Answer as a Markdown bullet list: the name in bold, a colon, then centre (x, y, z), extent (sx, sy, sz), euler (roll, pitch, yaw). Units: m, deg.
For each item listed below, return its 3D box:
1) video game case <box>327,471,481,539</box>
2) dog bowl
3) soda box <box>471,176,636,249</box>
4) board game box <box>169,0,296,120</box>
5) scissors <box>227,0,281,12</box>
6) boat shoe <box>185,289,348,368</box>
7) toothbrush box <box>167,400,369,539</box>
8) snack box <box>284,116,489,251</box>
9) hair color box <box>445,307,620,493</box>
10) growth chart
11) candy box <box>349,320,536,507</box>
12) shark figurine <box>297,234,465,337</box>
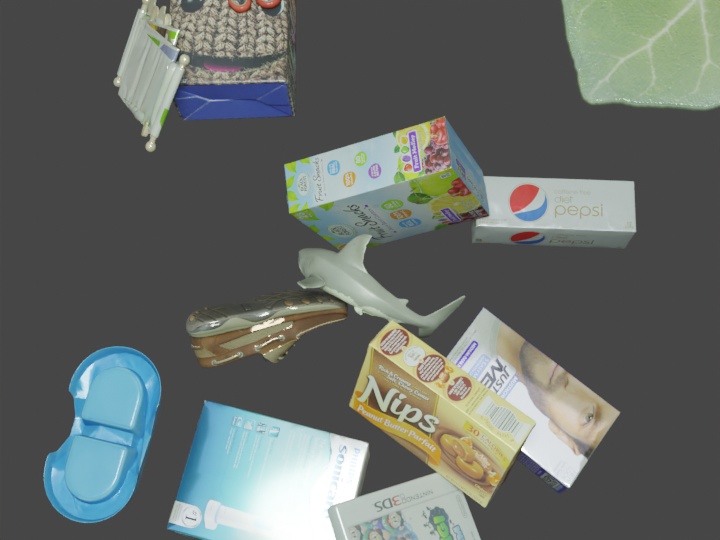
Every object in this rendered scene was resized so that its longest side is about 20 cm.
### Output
- **video game case**: centre (0.069, 0.330, 1.024), extent (0.179, 0.024, 0.203), euler (-6, 68, -40)
- **dog bowl**: centre (-0.296, 0.194, 1.117), extent (0.109, 0.050, 0.204), euler (11, 72, 5)
- **soda box**: centre (0.237, -0.071, 1.180), extent (0.195, 0.064, 0.070), euler (2, 72, 3)
- **board game box**: centre (-0.166, -0.312, 1.252), extent (0.156, 0.097, 0.205), euler (-2, 72, 1)
- **scissors**: centre (-0.130, -0.423, 1.227), extent (0.071, 0.014, 0.205), euler (2, 74, 4)
- **boat shoe**: centre (-0.110, 0.071, 1.148), extent (0.195, 0.076, 0.073), euler (-9, 105, -10)
- **toothbrush box**: centre (-0.099, 0.248, 1.074), extent (0.196, 0.086, 0.149), euler (12, 72, 6)
- **snack box**: centre (0.034, -0.092, 1.109), extent (0.196, 0.168, 0.069), euler (-13, 70, 20)
- **hair color box**: centre (0.188, 0.151, 1.110), extent (0.199, 0.065, 0.110), euler (37, 76, 11)
- **growth chart**: centre (-0.268, -0.260, 1.206), extent (0.146, 0.017, 0.201), euler (-60, 41, 20)
- **candy box**: centre (0.088, 0.161, 1.070), extent (0.198, 0.117, 0.055), euler (35, 47, 17)
- **shark figurine**: centre (0.013, 0.008, 1.118), extent (0.211, 0.128, 0.091), euler (26, 97, 12)
